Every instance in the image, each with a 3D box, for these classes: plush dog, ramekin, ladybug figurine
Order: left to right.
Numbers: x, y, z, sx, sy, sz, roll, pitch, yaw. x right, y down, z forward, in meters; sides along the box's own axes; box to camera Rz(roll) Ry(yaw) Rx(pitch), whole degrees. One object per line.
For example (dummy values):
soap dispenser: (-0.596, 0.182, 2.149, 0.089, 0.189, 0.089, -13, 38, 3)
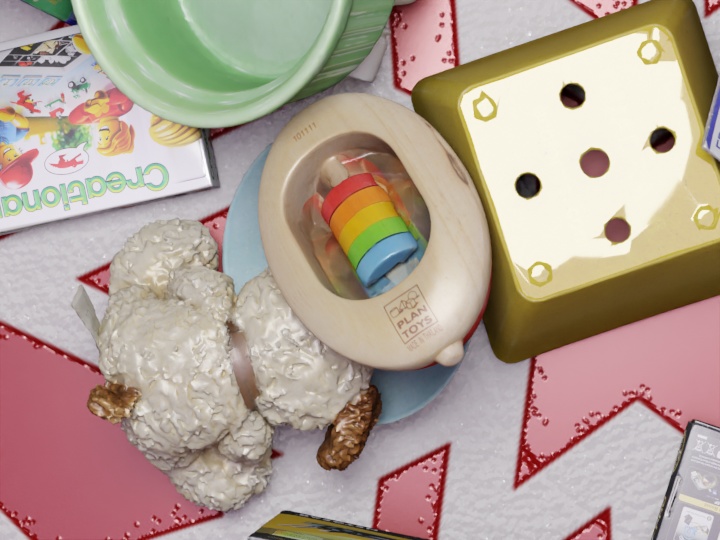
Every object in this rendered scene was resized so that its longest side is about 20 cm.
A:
ramekin: (-0.072, -0.190, 1.333, 0.199, 0.098, 0.201, 5, 100, 28)
plush dog: (-0.074, 0.053, 1.390, 0.171, 0.160, 0.201, -16, 90, 12)
ladybug figurine: (0.015, -0.017, 1.323, 0.136, 0.072, 0.200, -34, 58, 12)

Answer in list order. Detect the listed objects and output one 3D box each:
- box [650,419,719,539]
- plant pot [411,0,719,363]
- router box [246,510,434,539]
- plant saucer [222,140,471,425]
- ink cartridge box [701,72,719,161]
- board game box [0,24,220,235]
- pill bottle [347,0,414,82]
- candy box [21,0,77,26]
box: (0.285, 0.202, 1.415, 0.199, 0.049, 0.162, 17, 89, 5)
plant pot: (0.146, -0.062, 1.369, 0.199, 0.176, 0.201, -18, 87, 6)
router box: (0.030, 0.203, 1.388, 0.199, 0.157, 0.052, 11, 91, 5)
plant saucer: (0.000, 0.000, 1.427, 0.200, 0.039, 0.202, 7, 103, 34)
ink cartridge box: (0.299, -0.086, 1.342, 0.200, 0.041, 0.200, 30, 52, -11)
board game box: (-0.205, -0.097, 1.476, 0.199, 0.035, 0.127, -12, 88, 6)
pill bottle: (0.000, -0.230, 1.415, 0.114, 0.114, 0.201, 20, 96, 6)
candy box: (-0.184, -0.269, 1.408, 0.077, 0.169, 0.201, 28, 93, 6)
